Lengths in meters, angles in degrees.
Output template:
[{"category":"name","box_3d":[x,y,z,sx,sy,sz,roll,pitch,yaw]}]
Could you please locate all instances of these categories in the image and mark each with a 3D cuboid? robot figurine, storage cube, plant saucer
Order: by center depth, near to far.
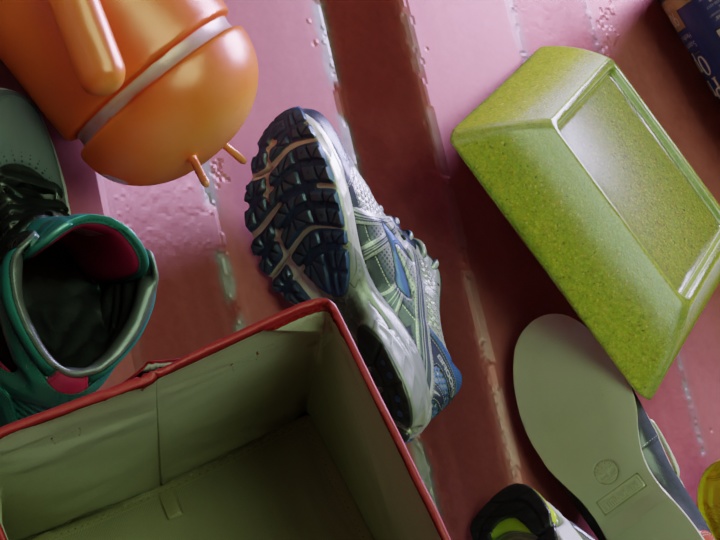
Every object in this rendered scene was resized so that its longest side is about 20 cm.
[{"category":"storage cube","box_3d":[-0.059,0.147,0.917,0.170,0.180,0.201,-22,74,-12]},{"category":"robot figurine","box_3d":[-0.134,-0.129,1.107,0.117,0.144,0.200,-40,93,-27]},{"category":"plant saucer","box_3d":[0.161,-0.046,1.289,0.200,0.048,0.200,53,31,-5]}]

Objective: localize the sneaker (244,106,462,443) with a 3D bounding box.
[{"category":"sneaker","box_3d":[0.000,0.000,1.190,0.085,0.077,0.201,-20,90,-49]}]

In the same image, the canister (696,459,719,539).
[{"category":"canister","box_3d":[0.326,0.162,1.335,0.199,0.086,0.149,-16,81,-40]}]

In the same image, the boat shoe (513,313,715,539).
[{"category":"boat shoe","box_3d":[0.156,0.118,1.247,0.201,0.071,0.063,60,12,17]}]

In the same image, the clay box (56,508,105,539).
[{"category":"clay box","box_3d":[-0.072,0.144,1.082,0.199,0.048,0.116,-4,74,-35]}]

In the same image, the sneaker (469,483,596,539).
[{"category":"sneaker","box_3d":[0.136,0.196,1.146,0.081,0.074,0.200,28,18,-35]}]

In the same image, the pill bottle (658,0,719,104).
[{"category":"pill bottle","box_3d":[0.297,-0.141,1.426,0.112,0.112,0.201,-30,89,-40]}]

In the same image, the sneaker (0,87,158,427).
[{"category":"sneaker","box_3d":[-0.159,-0.017,1.042,0.083,0.121,0.201,4,68,-35]}]
